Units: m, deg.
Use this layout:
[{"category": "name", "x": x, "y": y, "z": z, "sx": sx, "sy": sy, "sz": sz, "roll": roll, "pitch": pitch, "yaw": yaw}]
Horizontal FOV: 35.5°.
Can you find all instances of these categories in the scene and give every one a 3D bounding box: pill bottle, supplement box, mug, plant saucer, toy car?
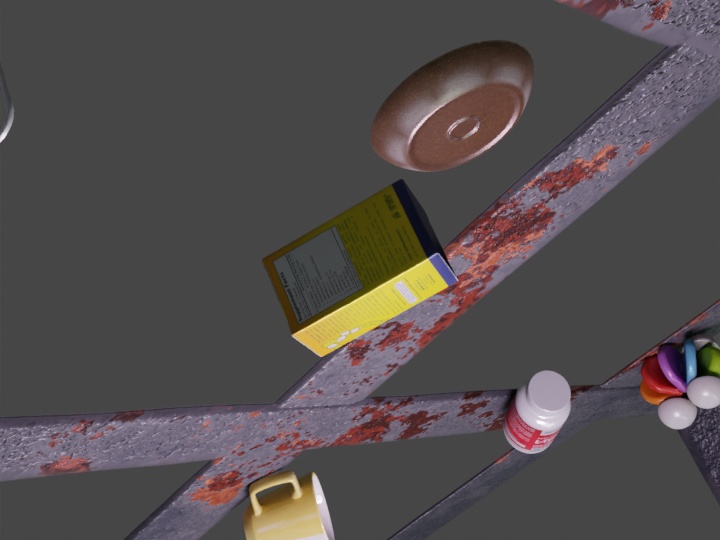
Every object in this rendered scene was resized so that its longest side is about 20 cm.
[{"category": "pill bottle", "x": 0.352, "y": 0.277, "z": 2.227, "sx": 0.110, "sy": 0.114, "sz": 0.201, "roll": -18, "pitch": 154, "yaw": -14}, {"category": "supplement box", "x": 0.000, "y": 0.000, "z": 1.355, "sx": 0.198, "sy": 0.110, "sz": 0.110, "roll": -29, "pitch": 155, "yaw": 8}, {"category": "mug", "x": -0.144, "y": 0.457, "z": 2.119, "sx": 0.150, "sy": 0.190, "sz": 0.149, "roll": -17, "pitch": -172, "yaw": 2}, {"category": "plant saucer", "x": 0.107, "y": -0.166, "z": 1.222, "sx": 0.197, "sy": 0.037, "sz": 0.201, "roll": -21, "pitch": 156, "yaw": -10}, {"category": "toy car", "x": 0.685, "y": 0.223, "z": 2.424, "sx": 0.148, "sy": 0.177, "sz": 0.200, "roll": 29, "pitch": 131, "yaw": -17}]

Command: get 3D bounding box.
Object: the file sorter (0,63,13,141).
[{"category": "file sorter", "x": -0.349, "y": -0.135, "z": 0.741, "sx": 0.138, "sy": 0.126, "sz": 0.199, "roll": -33, "pitch": 155, "yaw": 18}]
